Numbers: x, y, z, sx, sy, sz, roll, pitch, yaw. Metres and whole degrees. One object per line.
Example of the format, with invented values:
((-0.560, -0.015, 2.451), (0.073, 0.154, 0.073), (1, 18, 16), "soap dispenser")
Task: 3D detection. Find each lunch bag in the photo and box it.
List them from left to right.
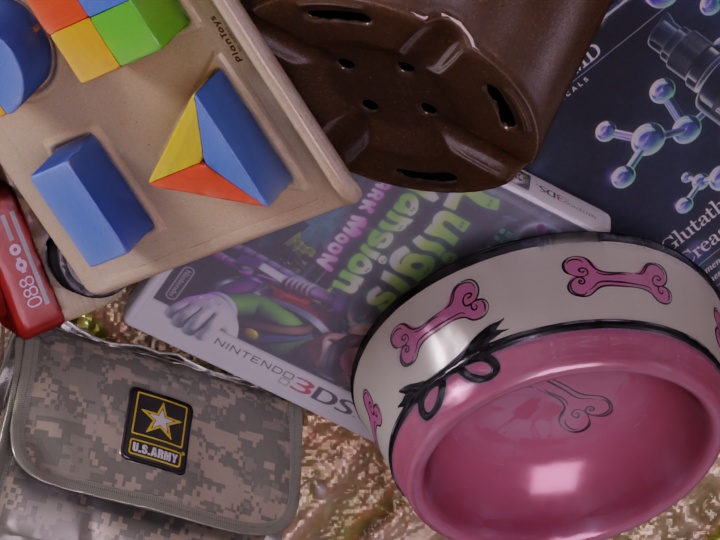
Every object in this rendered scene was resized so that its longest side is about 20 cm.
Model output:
((-0.129, 0.136, 1.403), (0.164, 0.118, 0.200), (17, 87, -17), "lunch bag")

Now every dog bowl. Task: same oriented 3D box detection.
((0.099, 0.071, 1.357), (0.200, 0.074, 0.200), (-8, 141, -7), "dog bowl")

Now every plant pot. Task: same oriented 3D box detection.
((0.042, -0.156, 1.238), (0.200, 0.200, 0.198), (31, 62, -17), "plant pot")

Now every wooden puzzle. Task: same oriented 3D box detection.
((-0.119, -0.077, 1.218), (0.185, 0.200, 0.046), (57, 45, -17), "wooden puzzle")

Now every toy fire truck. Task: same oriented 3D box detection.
((-0.240, -0.036, 1.349), (0.200, 0.129, 0.176), (-25, 107, -17), "toy fire truck")

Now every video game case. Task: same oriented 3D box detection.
((0.000, 0.000, 1.363), (0.182, 0.023, 0.200), (26, 130, -14), "video game case")

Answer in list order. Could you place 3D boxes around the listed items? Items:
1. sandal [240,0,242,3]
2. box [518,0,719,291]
((-0.076, -0.155, 1.313), (0.080, 0.054, 0.200), (24, 93, -3), "sandal")
((0.150, -0.081, 1.391), (0.148, 0.107, 0.200), (-39, 122, 6), "box")
